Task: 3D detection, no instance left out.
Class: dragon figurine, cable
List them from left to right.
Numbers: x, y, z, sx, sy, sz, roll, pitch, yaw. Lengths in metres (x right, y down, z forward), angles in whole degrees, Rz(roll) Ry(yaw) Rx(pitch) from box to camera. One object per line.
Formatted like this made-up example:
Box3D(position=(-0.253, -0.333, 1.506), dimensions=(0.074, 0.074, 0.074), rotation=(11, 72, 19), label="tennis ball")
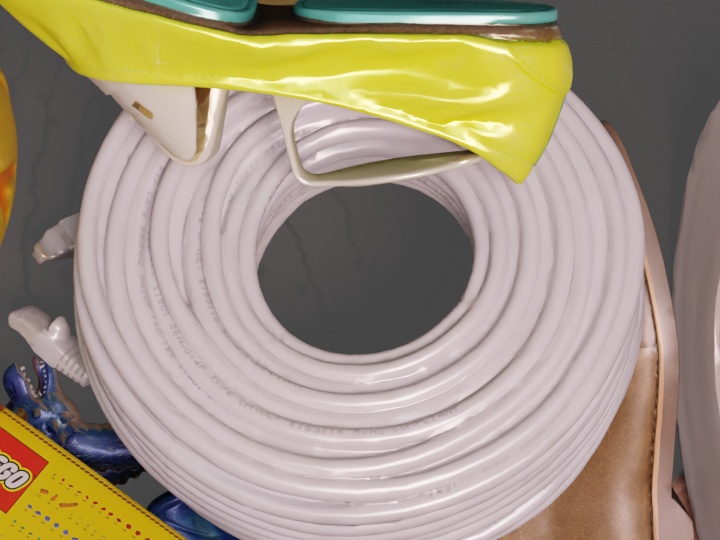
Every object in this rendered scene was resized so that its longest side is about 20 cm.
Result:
Box3D(position=(-0.047, 0.099, 0.812), dimensions=(0.099, 0.059, 0.200), rotation=(-38, 93, -5), label="dragon figurine")
Box3D(position=(0.000, 0.000, 0.762), dimensions=(0.200, 0.069, 0.200), rotation=(-41, 69, -17), label="cable")

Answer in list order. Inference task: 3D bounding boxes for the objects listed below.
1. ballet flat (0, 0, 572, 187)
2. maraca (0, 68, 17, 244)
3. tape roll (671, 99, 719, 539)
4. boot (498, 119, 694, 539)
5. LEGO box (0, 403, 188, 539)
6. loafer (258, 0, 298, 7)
Box3D(position=(-0.031, -0.064, 0.724), dimensions=(0.198, 0.067, 0.068), rotation=(8, 105, 1), label="ballet flat")
Box3D(position=(-0.173, -0.022, 0.754), dimensions=(0.136, 0.106, 0.202), rotation=(4, 77, -46), label="maraca")
Box3D(position=(0.205, 0.030, 0.784), dimensions=(0.138, 0.203, 0.205), rotation=(-2, 92, -9), label="tape roll")
Box3D(position=(0.081, 0.046, 0.832), dimensions=(0.075, 0.074, 0.202), rotation=(-5, 95, 0), label="boot")
Box3D(position=(-0.071, 0.142, 0.724), dimensions=(0.199, 0.149, 0.077), rotation=(34, 69, 15), label="LEGO box")
Box3D(position=(-0.055, -0.124, 0.776), dimensions=(0.198, 0.072, 0.073), rotation=(-3, 121, 9), label="loafer")
